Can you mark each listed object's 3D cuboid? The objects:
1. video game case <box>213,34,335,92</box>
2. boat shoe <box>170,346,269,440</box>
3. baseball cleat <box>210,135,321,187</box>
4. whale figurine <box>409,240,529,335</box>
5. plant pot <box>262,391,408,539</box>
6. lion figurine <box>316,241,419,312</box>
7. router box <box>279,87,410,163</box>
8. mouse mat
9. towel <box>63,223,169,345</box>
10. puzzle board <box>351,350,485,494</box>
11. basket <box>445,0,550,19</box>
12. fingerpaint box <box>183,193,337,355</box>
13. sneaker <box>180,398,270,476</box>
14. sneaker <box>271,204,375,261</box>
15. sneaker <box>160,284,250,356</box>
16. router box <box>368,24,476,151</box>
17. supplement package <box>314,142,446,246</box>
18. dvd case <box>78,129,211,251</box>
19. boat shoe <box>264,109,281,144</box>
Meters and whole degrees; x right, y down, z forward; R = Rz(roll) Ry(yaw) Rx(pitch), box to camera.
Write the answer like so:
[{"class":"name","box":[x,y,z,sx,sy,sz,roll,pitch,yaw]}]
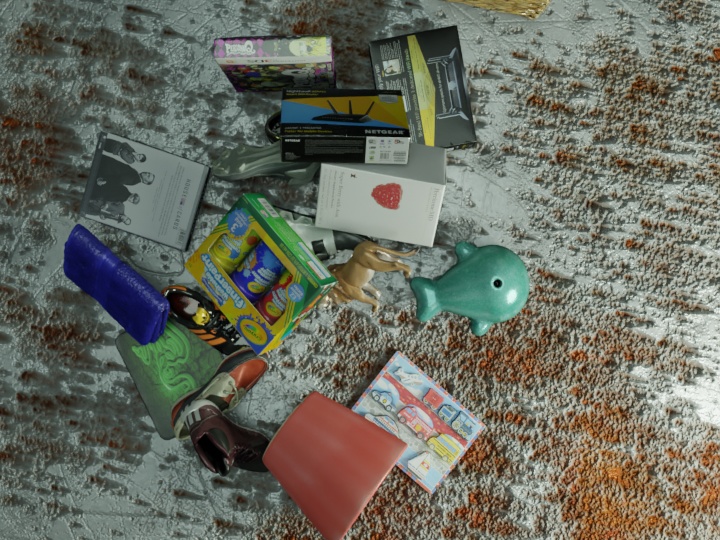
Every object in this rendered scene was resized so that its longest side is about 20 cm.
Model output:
[{"class":"video game case","box":[-0.130,-0.330,1.187,0.177,0.200,0.037,-1,89,-1]},{"class":"boat shoe","box":[-0.230,0.204,1.220,0.199,0.063,0.072,-36,120,1]},{"class":"baseball cleat","box":[-0.154,-0.171,1.247,0.197,0.107,0.071,-8,55,27]},{"class":"whale figurine","box":[0.184,0.030,1.221,0.196,0.104,0.163,-10,88,0]},{"class":"plant pot","box":[-0.049,0.305,1.178,0.176,0.200,0.202,36,88,10]},{"class":"lion figurine","box":[0.000,0.000,1.206,0.121,0.073,0.201,30,128,-11]},{"class":"router box","box":[-0.027,-0.229,1.155,0.196,0.151,0.052,0,131,-5]},{"class":"mouse mat","box":[-0.313,0.169,1.266,0.159,0.008,0.203,-28,87,-1]},{"class":"towel","box":[-0.403,0.031,1.202,0.199,0.148,0.050,39,57,3]},{"class":"puzzle board","box":[0.092,0.260,1.257,0.199,0.017,0.151,40,88,2]},{"class":"basket","box":[0.233,-0.529,1.222,0.196,0.143,0.152,12,89,0]},{"class":"fingerpaint box","box":[-0.165,0.005,1.200,0.167,0.073,0.201,-45,80,19]},{"class":"sneaker","box":[-0.204,0.297,1.171,0.076,0.116,0.199,-45,122,7]},{"class":"sneaker","box":[-0.073,-0.044,1.245,0.196,0.074,0.090,15,94,9]},{"class":"sneaker","box":[-0.248,0.089,1.222,0.198,0.090,0.071,30,84,-2]},{"class":"router box","box":[0.105,-0.300,1.258,0.154,0.052,0.204,-9,88,0]},{"class":"supplement package","box":[0.034,-0.135,1.197,0.196,0.121,0.123,9,128,1]},{"class":"dvd case","box":[-0.369,-0.136,1.258,0.196,0.025,0.153,18,94,1]},{"class":"boat shoe","box":[-0.065,-0.255,1.253,0.197,0.061,0.073,-14,87,0]}]
